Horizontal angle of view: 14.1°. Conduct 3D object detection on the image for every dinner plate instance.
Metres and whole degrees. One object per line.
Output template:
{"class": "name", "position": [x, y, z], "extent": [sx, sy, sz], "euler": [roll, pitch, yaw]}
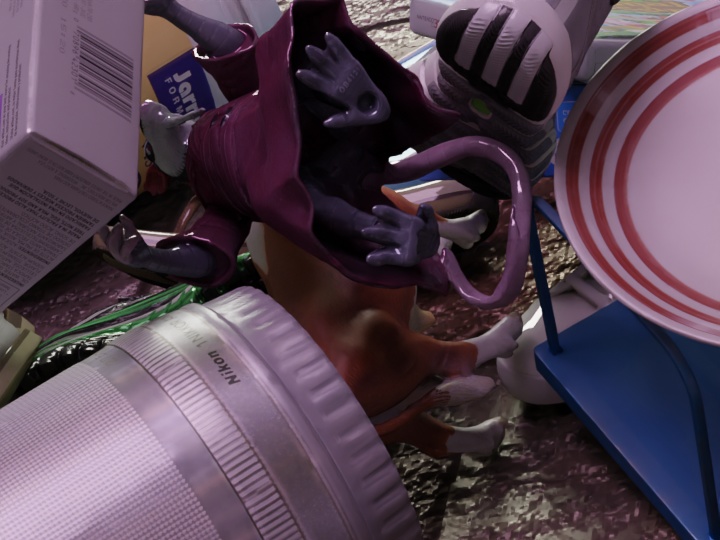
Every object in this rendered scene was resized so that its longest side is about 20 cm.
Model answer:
{"class": "dinner plate", "position": [0.175, -0.039, 1.132], "extent": [0.199, 0.024, 0.201], "euler": [-7, 48, 8]}

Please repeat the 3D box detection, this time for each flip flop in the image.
{"class": "flip flop", "position": [-0.032, -0.028, 1.417], "extent": [0.199, 0.081, 0.058], "euler": [-11, 75, 10]}

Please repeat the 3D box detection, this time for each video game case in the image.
{"class": "video game case", "position": [0.149, -0.109, 1.345], "extent": [0.199, 0.022, 0.182], "euler": [-2, 12, -24]}

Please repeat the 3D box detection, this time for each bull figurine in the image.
{"class": "bull figurine", "position": [0.000, 0.000, 1.299], "extent": [0.121, 0.065, 0.201], "euler": [6, 51, -23]}

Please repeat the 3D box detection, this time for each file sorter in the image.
{"class": "file sorter", "position": [0.182, -0.004, 1.199], "extent": [0.199, 0.123, 0.139], "euler": [-29, 48, -12]}

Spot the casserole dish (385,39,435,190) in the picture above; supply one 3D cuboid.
{"class": "casserole dish", "position": [0.045, -0.079, 1.501], "extent": [0.200, 0.039, 0.121], "euler": [-32, 33, -15]}

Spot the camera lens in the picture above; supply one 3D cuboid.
{"class": "camera lens", "position": [-0.094, 0.118, 1.171], "extent": [0.199, 0.160, 0.160], "euler": [-31, 33, -15]}

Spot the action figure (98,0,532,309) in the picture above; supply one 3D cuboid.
{"class": "action figure", "position": [-0.031, -0.056, 1.218], "extent": [0.148, 0.135, 0.200], "euler": [12, -6, -25]}

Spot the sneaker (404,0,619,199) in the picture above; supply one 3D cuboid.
{"class": "sneaker", "position": [0.076, -0.103, 1.204], "extent": [0.116, 0.075, 0.200], "euler": [-55, 2, -15]}

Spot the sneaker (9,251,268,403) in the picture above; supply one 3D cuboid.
{"class": "sneaker", "position": [-0.081, 0.030, 1.374], "extent": [0.199, 0.078, 0.085], "euler": [-18, 18, -8]}

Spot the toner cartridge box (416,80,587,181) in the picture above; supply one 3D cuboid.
{"class": "toner cartridge box", "position": [0.112, -0.075, 1.366], "extent": [0.095, 0.043, 0.200], "euler": [-2, 8, 29]}

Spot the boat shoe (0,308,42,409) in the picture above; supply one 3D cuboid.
{"class": "boat shoe", "position": [-0.186, 0.040, 1.285], "extent": [0.075, 0.068, 0.200], "euler": [-57, 9, -2]}

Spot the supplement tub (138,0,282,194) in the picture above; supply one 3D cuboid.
{"class": "supplement tub", "position": [-0.152, -0.104, 1.550], "extent": [0.200, 0.146, 0.145], "euler": [-33, 34, -18]}

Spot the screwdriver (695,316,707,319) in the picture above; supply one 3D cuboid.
{"class": "screwdriver", "position": [0.211, 0.072, 1.093], "extent": [0.200, 0.028, 0.029], "euler": [34, 12, 14]}

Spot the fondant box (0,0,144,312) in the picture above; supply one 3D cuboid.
{"class": "fondant box", "position": [-0.172, -0.043, 1.210], "extent": [0.200, 0.058, 0.145], "euler": [-36, 38, 33]}

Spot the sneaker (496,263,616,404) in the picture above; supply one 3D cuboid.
{"class": "sneaker", "position": [0.137, -0.019, 1.313], "extent": [0.200, 0.085, 0.073], "euler": [-33, 35, -15]}
